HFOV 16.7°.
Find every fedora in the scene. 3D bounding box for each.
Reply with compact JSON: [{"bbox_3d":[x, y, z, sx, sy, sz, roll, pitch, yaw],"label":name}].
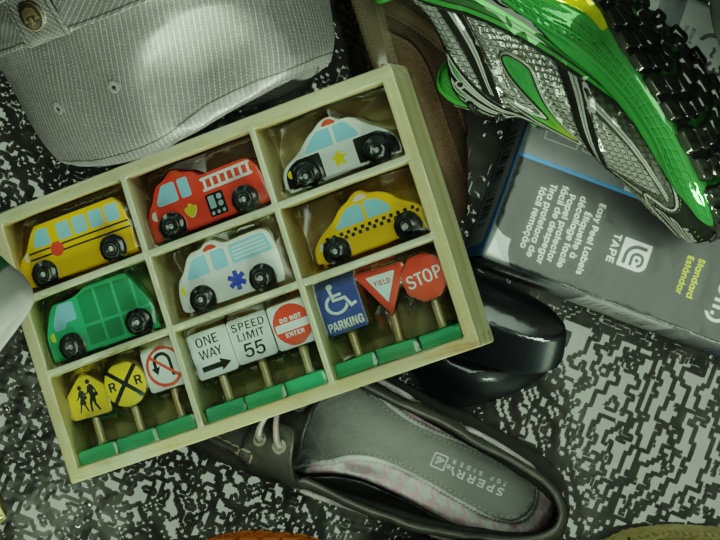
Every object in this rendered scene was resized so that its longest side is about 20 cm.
[{"bbox_3d":[-0.078,-0.103,1.033,0.199,0.177,0.091,-20,95,30],"label":"fedora"}]

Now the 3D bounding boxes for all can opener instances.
[{"bbox_3d":[0.000,0.000,1.100,0.199,0.079,0.063,23,47,8],"label":"can opener"}]

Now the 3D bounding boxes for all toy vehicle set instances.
[{"bbox_3d":[-0.054,0.003,1.061,0.199,0.026,0.125,-20,87,17],"label":"toy vehicle set"}]

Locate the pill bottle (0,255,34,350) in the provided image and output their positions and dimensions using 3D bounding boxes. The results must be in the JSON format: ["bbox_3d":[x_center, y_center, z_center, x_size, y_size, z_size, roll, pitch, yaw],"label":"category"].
[{"bbox_3d":[-0.239,-0.013,0.976,0.200,0.113,0.113,40,83,-2],"label":"pill bottle"}]

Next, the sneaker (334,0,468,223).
[{"bbox_3d":[0.029,-0.118,1.105,0.075,0.070,0.201,-16,89,-9],"label":"sneaker"}]

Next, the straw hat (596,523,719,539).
[{"bbox_3d":[0.138,0.212,1.084,0.200,0.085,0.202,1,43,-1],"label":"straw hat"}]

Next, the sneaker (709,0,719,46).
[{"bbox_3d":[0.211,-0.076,1.016,0.076,0.114,0.200,-32,119,-32],"label":"sneaker"}]

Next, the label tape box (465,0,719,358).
[{"bbox_3d":[0.165,-0.038,1.120,0.199,0.063,0.145,20,85,-5],"label":"label tape box"}]

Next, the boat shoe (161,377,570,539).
[{"bbox_3d":[0.003,0.075,1.096,0.199,0.057,0.067,21,86,-5],"label":"boat shoe"}]

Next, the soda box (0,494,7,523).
[{"bbox_3d":[-0.223,0.031,1.066,0.064,0.068,0.201,-25,89,-8],"label":"soda box"}]

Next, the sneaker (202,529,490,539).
[{"bbox_3d":[0.004,0.165,1.061,0.199,0.076,0.093,0,95,27],"label":"sneaker"}]

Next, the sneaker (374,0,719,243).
[{"bbox_3d":[0.087,-0.087,1.056,0.200,0.078,0.085,47,118,3],"label":"sneaker"}]
